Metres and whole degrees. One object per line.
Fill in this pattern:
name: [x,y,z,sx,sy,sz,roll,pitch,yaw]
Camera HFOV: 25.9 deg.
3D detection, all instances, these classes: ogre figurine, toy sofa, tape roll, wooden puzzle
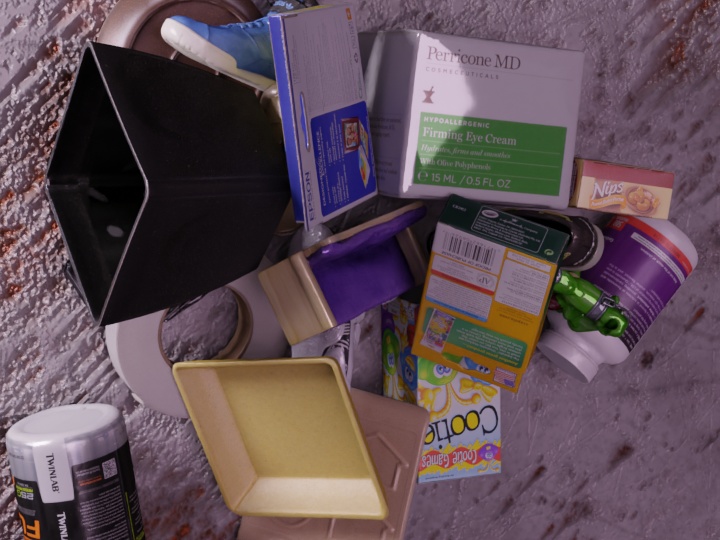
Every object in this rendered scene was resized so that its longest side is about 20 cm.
ogre figurine: [0.205,0.009,1.717,0.098,0.200,0.120,-43,121,16]
toy sofa: [0.000,0.000,1.588,0.200,0.098,0.083,-24,90,-53]
tape roll: [-0.170,0.058,1.652,0.203,0.037,0.203,-9,111,-26]
wooden puzzle: [-0.027,0.226,1.710,0.185,0.046,0.200,14,90,18]

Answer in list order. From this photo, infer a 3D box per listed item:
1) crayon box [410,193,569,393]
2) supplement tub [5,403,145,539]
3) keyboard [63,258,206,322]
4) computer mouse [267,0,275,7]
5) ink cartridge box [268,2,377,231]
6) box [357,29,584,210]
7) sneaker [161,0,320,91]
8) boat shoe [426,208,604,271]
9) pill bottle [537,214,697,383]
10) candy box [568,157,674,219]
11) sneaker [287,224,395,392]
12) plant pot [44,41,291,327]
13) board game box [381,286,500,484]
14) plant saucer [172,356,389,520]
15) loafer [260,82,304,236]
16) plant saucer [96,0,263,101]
crayon box: [0.129,0.026,1.601,0.126,0.200,0.052,20,47,10]
supplement tub: [-0.287,0.246,1.604,0.122,0.123,0.200,-13,102,-20]
keyboard: [-0.202,-0.011,1.655,0.200,0.021,0.127,-34,108,-13]
computer mouse: [-0.059,-0.247,1.669,0.059,0.034,0.200,-20,105,-18]
ink cartridge box: [-0.044,-0.151,1.497,0.047,0.200,0.198,-2,101,22]
box: [0.101,-0.160,1.659,0.199,0.200,0.172,4,95,-22]
sneaker: [-0.102,-0.245,1.592,0.200,0.077,0.111,22,93,-32]
boat shoe: [0.150,-0.033,1.629,0.061,0.201,0.072,19,73,-55]
pill bottle: [0.293,0.029,1.816,0.112,0.112,0.200,42,81,-23]
candy box: [0.241,-0.096,1.727,0.115,0.200,0.055,6,96,-23]
sneaker: [-0.013,0.051,1.680,0.115,0.075,0.200,9,70,-46]
plant pot: [-0.181,-0.086,1.529,0.177,0.200,0.200,-4,141,-31]
board game box: [0.089,0.124,1.751,0.103,0.105,0.200,-5,99,-21]
plant saucer: [-0.075,0.165,1.633,0.048,0.200,0.200,-53,132,-50]
loafer: [-0.079,-0.104,1.621,0.076,0.068,0.200,-7,137,-10]
plant saucer: [-0.176,-0.209,1.628,0.200,0.032,0.201,-4,101,-23]
